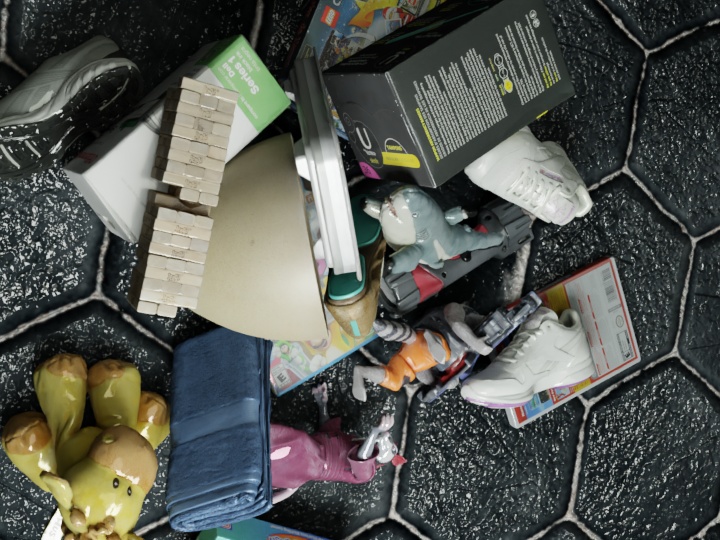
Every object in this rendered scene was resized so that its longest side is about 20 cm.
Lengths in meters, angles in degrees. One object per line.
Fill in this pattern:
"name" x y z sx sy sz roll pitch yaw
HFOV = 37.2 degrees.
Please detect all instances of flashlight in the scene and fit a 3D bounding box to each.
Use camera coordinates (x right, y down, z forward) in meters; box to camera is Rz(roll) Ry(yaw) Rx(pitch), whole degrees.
"flashlight" 0.102 -0.022 1.218 0.198 0.068 0.068 -33 133 -20

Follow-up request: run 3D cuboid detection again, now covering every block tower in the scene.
"block tower" -0.158 -0.064 0.943 0.053 0.058 0.204 11 95 -25

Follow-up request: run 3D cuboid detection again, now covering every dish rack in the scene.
"dish rack" -0.040 -0.103 1.043 0.043 0.202 0.174 -11 129 -1

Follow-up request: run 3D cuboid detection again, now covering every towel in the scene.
"towel" -0.140 0.154 1.063 0.110 0.203 0.049 -18 143 17

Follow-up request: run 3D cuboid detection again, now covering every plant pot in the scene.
"plant pot" -0.113 -0.021 1.047 0.132 0.200 0.204 -11 101 -1

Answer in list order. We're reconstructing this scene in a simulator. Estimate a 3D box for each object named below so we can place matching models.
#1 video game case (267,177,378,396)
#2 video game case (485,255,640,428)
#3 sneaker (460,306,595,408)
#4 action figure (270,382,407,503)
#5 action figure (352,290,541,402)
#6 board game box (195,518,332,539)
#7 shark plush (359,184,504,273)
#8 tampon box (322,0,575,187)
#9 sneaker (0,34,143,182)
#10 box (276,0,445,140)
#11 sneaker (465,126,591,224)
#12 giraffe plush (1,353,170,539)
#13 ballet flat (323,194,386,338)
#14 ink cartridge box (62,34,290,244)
"video game case" -0.073 0.015 1.167 0.142 0.018 0.203 -29 106 -17
"video game case" 0.249 0.086 1.316 0.197 0.017 0.145 -24 105 -19
"sneaker" 0.188 0.099 1.243 0.198 0.074 0.102 -15 99 -36
"action figure" -0.040 0.204 1.142 0.197 0.134 0.152 10 93 -21
"action figure" 0.093 0.065 1.171 0.200 0.193 0.105 -44 79 26
"board game box" -0.099 0.345 1.148 0.197 0.045 0.153 21 115 -23
"shark plush" 0.090 -0.038 1.122 0.198 0.092 0.083 23 129 -37
"tampon box" 0.090 -0.192 1.101 0.199 0.149 0.128 -33 112 -19
"sneaker" -0.304 -0.154 1.025 0.198 0.080 0.074 -31 148 -4
"box" 0.002 -0.248 1.157 0.135 0.038 0.203 24 86 -24
"sneaker" 0.194 -0.103 1.182 0.198 0.100 0.075 3 136 -49
"giraffe plush" -0.255 0.194 1.029 0.170 0.162 0.204 12 91 -24
"ballet flat" 0.000 0.000 1.123 0.067 0.201 0.073 -11 123 10
"ink cartridge box" -0.182 -0.128 1.033 0.200 0.146 0.085 -44 111 -13
